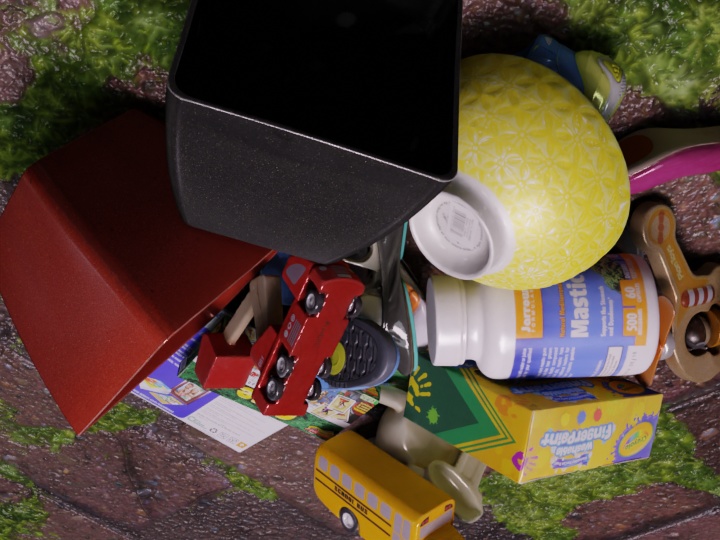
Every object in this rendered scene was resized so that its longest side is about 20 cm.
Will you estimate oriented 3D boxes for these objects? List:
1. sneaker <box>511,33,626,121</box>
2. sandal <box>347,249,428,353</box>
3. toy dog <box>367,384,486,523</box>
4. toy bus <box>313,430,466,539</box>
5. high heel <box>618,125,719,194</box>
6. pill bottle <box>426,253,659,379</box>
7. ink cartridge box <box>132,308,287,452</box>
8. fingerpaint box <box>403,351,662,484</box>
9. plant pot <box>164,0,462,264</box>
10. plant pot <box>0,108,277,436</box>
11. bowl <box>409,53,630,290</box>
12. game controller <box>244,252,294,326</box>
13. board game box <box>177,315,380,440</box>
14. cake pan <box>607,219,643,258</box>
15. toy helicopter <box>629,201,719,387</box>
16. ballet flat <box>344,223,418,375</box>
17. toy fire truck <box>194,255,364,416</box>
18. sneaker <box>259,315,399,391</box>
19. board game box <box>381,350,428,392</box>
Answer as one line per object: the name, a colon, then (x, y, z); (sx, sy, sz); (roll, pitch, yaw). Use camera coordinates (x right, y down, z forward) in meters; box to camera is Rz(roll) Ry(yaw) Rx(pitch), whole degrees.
sneaker: (0.132, -0.121, 0.783); (0.104, 0.076, 0.201); (33, 131, -4)
sandal: (0.005, -0.005, 0.911); (0.079, 0.059, 0.207); (-35, 103, 35)
toy dog: (0.048, 0.236, 1.085); (0.192, 0.141, 0.200); (32, 140, -11)
toy bus: (0.037, 0.254, 0.973); (0.064, 0.199, 0.080); (-16, 120, -41)
high heel: (0.291, -0.085, 0.798); (0.198, 0.068, 0.097); (-24, 120, 20)
pill bottle: (0.162, 0.043, 0.844); (0.196, 0.113, 0.113); (-2, 137, -3)
ink cartridge box: (-0.145, 0.119, 1.049); (0.199, 0.044, 0.197); (-32, 127, 32)
fingerpaint box: (0.172, 0.133, 0.912); (0.198, 0.166, 0.075); (1, 103, -38)
plant pot: (-0.049, -0.120, 0.702); (0.197, 0.202, 0.178); (16, 144, -14)
plant pot: (-0.201, -0.015, 0.790); (0.177, 0.200, 0.200); (48, 133, -2)
bowl: (0.100, -0.056, 0.724); (0.198, 0.108, 0.202); (28, 140, 26)
game controller: (-0.065, -0.015, 0.867); (0.103, 0.042, 0.202); (12, 129, 20)
board game box: (-0.087, 0.121, 0.992); (0.198, 0.024, 0.105); (27, 135, -24)
cake pan: (0.189, 0.009, 0.926); (0.196, 0.037, 0.202); (1, 136, 1)
toy helicopter: (0.305, 0.026, 0.892); (0.132, 0.079, 0.201); (-38, 113, -16)
ballet flat: (0.012, 0.000, 0.835); (0.067, 0.068, 0.204); (-6, 100, -12)
toy fire truck: (-0.078, 0.053, 0.825); (0.048, 0.141, 0.202); (6, 120, -37)
sneaker: (-0.015, 0.078, 0.842); (0.077, 0.067, 0.199); (10, 167, -34)
board game box: (0.070, 0.103, 1.039); (0.196, 0.024, 0.106); (3, 139, -2)
